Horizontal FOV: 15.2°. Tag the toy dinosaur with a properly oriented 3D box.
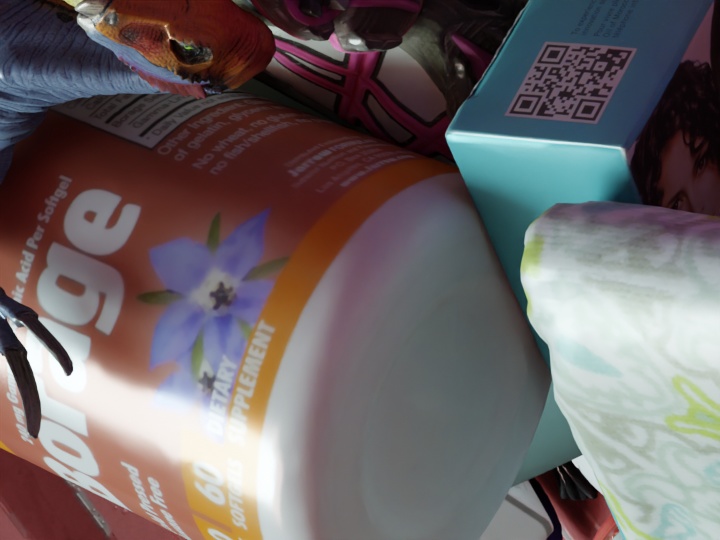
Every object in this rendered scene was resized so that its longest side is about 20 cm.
[{"bbox_3d":[-0.110,-0.066,0.639,0.105,0.180,0.201,65,-164,-56],"label":"toy dinosaur"}]

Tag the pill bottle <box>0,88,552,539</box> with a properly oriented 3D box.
[{"bbox_3d":[-0.057,0.003,0.702,0.199,0.112,0.112,21,151,33],"label":"pill bottle"}]

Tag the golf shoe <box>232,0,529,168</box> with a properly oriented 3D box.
[{"bbox_3d":[0.010,-0.072,0.682,0.092,0.073,0.200,21,171,42],"label":"golf shoe"}]

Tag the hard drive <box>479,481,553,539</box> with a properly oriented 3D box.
[{"bbox_3d":[-0.009,0.011,1.011,0.132,0.026,0.200,34,-161,-43],"label":"hard drive"}]

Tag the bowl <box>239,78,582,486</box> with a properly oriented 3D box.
[{"bbox_3d":[0.000,0.000,0.827,0.201,0.105,0.201,45,-175,-5],"label":"bowl"}]

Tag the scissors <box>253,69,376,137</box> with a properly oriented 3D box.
[{"bbox_3d":[-0.064,-0.074,0.708,0.199,0.014,0.073,26,179,-26],"label":"scissors"}]

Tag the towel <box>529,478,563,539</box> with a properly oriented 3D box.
[{"bbox_3d":[0.008,0.066,1.098,0.148,0.049,0.200,53,-170,17],"label":"towel"}]

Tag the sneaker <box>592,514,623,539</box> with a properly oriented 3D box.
[{"bbox_3d":[0.082,0.112,0.811,0.108,0.200,0.068,29,110,54],"label":"sneaker"}]

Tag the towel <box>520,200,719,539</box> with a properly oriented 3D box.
[{"bbox_3d":[0.138,0.069,0.598,0.170,0.048,0.201,5,138,35],"label":"towel"}]

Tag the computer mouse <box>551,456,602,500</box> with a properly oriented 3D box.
[{"bbox_3d":[0.081,0.049,0.944,0.110,0.044,0.200,58,168,-14],"label":"computer mouse"}]

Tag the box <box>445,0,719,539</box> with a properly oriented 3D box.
[{"bbox_3d":[0.089,0.010,0.684,0.049,0.082,0.200,8,141,33],"label":"box"}]

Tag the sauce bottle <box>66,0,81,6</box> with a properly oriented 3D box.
[{"bbox_3d":[-0.077,-0.068,0.914,0.065,0.065,0.201,48,150,26],"label":"sauce bottle"}]
